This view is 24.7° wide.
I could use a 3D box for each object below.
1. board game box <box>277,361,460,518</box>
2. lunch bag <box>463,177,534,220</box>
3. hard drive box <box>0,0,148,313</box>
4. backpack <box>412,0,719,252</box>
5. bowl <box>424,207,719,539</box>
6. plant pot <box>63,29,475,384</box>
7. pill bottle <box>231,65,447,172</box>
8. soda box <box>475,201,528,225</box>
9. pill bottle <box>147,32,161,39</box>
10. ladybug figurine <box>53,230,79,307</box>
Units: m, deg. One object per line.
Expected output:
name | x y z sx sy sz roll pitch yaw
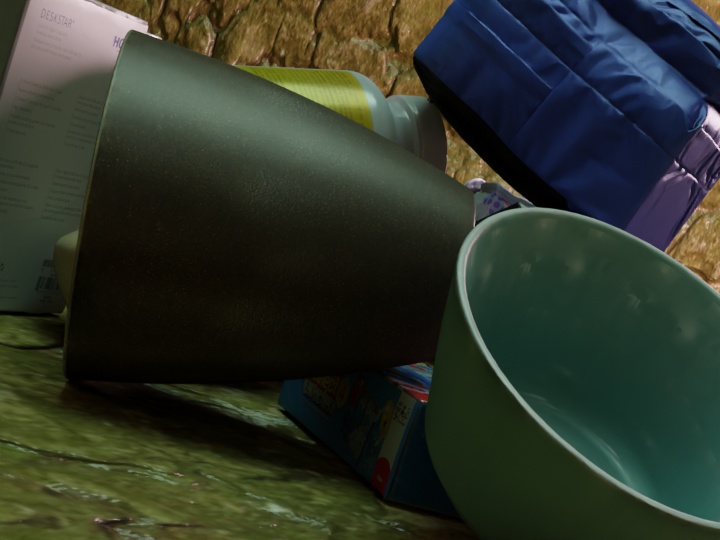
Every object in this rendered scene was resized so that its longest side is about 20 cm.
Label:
board game box | 0.075 0.101 0.965 0.198 0.057 0.196 17 4 -23
lunch bag | 0.106 0.017 1.420 0.126 0.171 0.200 29 4 -2
hard drive box | -0.222 -0.081 1.020 0.076 0.202 0.156 19 3 18
backpack | 0.148 -0.123 1.095 0.200 0.168 0.162 40 4 21
bowl | 0.109 0.076 0.795 0.199 0.105 0.202 22 36 -17
plant pot | -0.044 -0.017 0.887 0.197 0.190 0.187 11 4 -5
pill bottle | -0.045 -0.080 1.108 0.198 0.114 0.112 -1 12 -27
soda box | 0.051 0.027 1.063 0.070 0.064 0.199 27 -35 -36
pill bottle | -0.232 -0.110 1.380 0.111 0.202 0.112 18 4 -1
ladybug figurine | -0.107 0.017 1.053 0.198 0.073 0.135 7 2 -42
